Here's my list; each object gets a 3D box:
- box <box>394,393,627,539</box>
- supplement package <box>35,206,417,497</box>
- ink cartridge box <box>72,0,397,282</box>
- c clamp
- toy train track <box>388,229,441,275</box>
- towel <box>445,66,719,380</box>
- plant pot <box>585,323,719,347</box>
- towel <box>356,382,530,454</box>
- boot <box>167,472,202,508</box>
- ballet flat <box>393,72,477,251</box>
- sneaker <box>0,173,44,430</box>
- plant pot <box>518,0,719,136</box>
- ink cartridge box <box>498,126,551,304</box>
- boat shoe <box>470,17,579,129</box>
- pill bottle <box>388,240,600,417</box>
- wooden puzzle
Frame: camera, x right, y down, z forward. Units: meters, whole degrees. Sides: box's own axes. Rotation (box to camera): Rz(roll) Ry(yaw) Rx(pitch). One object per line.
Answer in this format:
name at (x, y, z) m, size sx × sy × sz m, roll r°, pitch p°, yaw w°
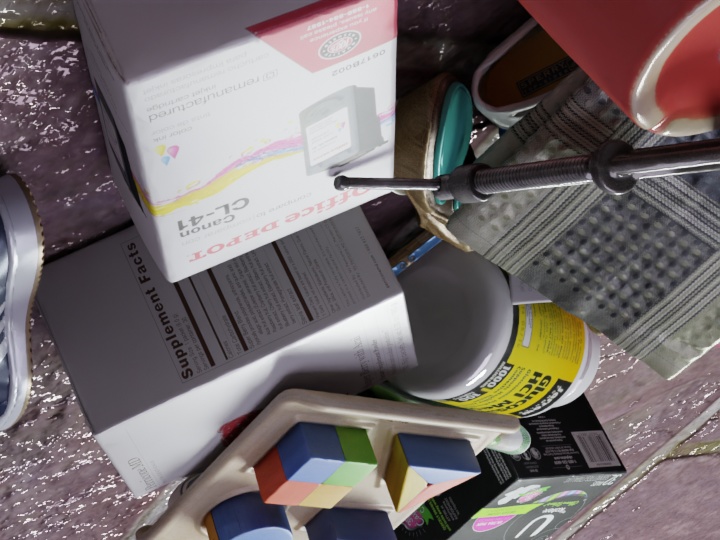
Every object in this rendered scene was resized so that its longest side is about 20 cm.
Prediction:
box at (0.092, 0.176, 1.575) m, size 0.148 × 0.124 × 0.200 m, roll 3°, pitch 141°, yaw -45°
supplement package at (-0.082, 0.032, 1.146) m, size 0.200 × 0.120 × 0.121 m, roll -25°, pitch 155°, yaw -5°
ink cartridge box at (-0.060, -0.096, 0.973) m, size 0.147 × 0.086 × 0.200 m, roll -23°, pitch 153°, yaw -11°
c clamp at (0.111, -0.050, 0.974) m, size 0.171 × 0.027 × 0.200 m, roll -5°, pitch -179°, yaw -35°
toy train track at (0.000, 0.000, 1.254) m, size 0.200 × 0.033 × 0.115 m, roll -37°, pitch -166°, yaw 0°
towel at (0.177, -0.044, 1.096) m, size 0.192 × 0.035 × 0.200 m, roll 33°, pitch 121°, yaw -20°
plant pot at (0.243, -0.028, 1.294) m, size 0.179 × 0.200 × 0.200 m, roll -6°, pitch 150°, yaw -8°
towel at (0.023, 0.095, 1.376) m, size 0.200 × 0.149 × 0.031 m, roll 23°, pitch 81°, yaw -57°
boot at (-0.065, 0.166, 1.482) m, size 0.090 × 0.073 × 0.200 m, roll -48°, pitch 157°, yaw 22°
ballet flat at (0.038, -0.068, 1.143) m, size 0.200 × 0.072 × 0.068 m, roll 51°, pitch 57°, yaw -68°
sneaker at (-0.242, 0.032, 1.046) m, size 0.108 × 0.070 × 0.200 m, roll -19°, pitch 146°, yaw -29°
plant pot at (0.154, -0.177, 0.927) m, size 0.200 × 0.177 × 0.200 m, roll -22°, pitch 154°, yaw -11°
ink cartridge box at (0.192, -0.043, 1.182) m, size 0.200 × 0.116 × 0.068 m, roll -5°, pitch 180°, yaw 7°
boat shoe at (0.149, -0.149, 1.085) m, size 0.202 × 0.075 × 0.086 m, roll -28°, pitch 172°, yaw 16°
pill bottle at (0.097, 0.048, 1.354) m, size 0.112 × 0.113 × 0.200 m, roll -38°, pitch 154°, yaw 20°
wooden puzzle at (-0.019, 0.145, 1.198) m, size 0.185 × 0.046 × 0.200 m, roll 10°, pitch 141°, yaw -39°
